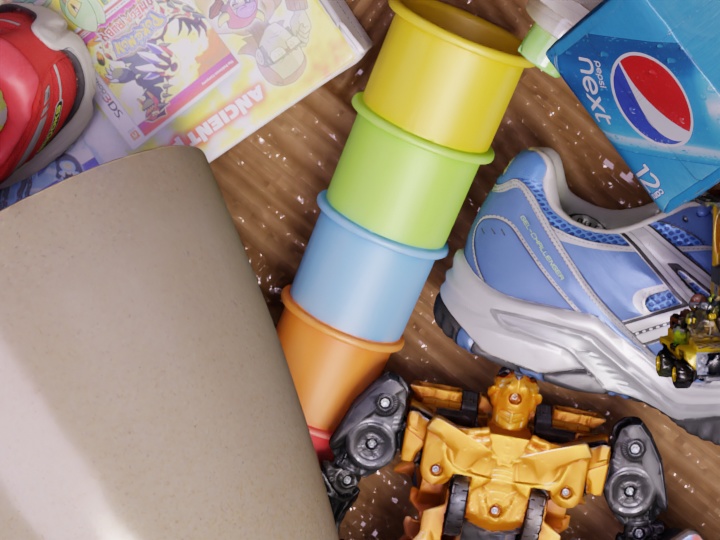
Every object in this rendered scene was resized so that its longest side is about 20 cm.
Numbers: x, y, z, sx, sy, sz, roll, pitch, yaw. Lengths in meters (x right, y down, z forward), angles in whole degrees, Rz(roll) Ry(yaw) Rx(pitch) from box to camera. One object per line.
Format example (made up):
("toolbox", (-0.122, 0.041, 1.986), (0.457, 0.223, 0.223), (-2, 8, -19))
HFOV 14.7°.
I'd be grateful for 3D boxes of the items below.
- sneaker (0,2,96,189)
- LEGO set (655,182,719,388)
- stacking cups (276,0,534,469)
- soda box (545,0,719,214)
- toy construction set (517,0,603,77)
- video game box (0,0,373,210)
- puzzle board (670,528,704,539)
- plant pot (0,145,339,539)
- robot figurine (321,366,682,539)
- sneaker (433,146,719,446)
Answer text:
("sneaker", (-0.184, -0.027, 1.004), (0.200, 0.085, 0.077), (-41, 91, 15))
("LEGO set", (0.198, -0.021, 0.929), (0.198, 0.154, 0.117), (-1, 98, 0))
("stacking cups", (0.000, 0.000, 1.037), (0.060, 0.061, 0.201), (24, 103, 3))
("soda box", (0.157, -0.105, 0.915), (0.200, 0.064, 0.068), (-38, 90, -30))
("toy construction set", (0.042, -0.138, 0.965), (0.092, 0.131, 0.200), (-41, 105, 9))
("video game box", (-0.125, -0.102, 1.046), (0.199, 0.047, 0.183), (-33, 92, 13))
("puzzle board", (0.116, 0.209, 1.043), (0.150, 0.017, 0.200), (-35, 113, 8))
("plant pot", (-0.086, 0.091, 0.984), (0.187, 0.187, 0.201), (-33, 82, 13))
("robot figurine", (0.040, 0.129, 1.053), (0.144, 0.058, 0.201), (11, 102, -2))
("sneaker", (0.129, 0.016, 1.014), (0.199, 0.076, 0.078), (17, 102, 2))
